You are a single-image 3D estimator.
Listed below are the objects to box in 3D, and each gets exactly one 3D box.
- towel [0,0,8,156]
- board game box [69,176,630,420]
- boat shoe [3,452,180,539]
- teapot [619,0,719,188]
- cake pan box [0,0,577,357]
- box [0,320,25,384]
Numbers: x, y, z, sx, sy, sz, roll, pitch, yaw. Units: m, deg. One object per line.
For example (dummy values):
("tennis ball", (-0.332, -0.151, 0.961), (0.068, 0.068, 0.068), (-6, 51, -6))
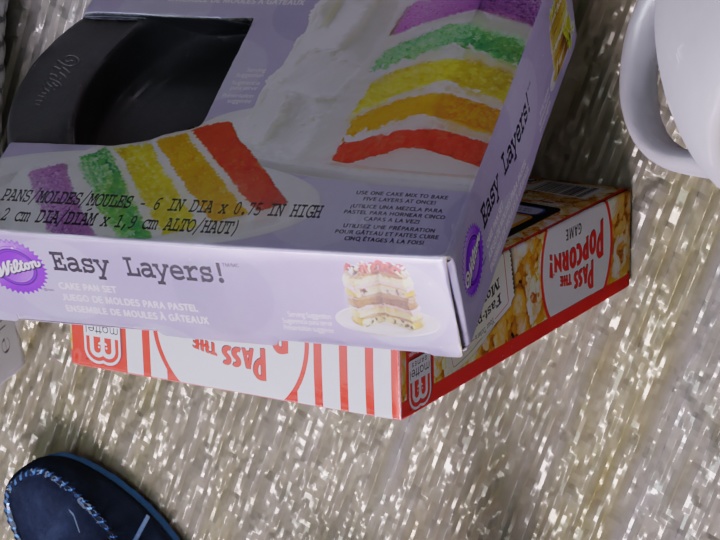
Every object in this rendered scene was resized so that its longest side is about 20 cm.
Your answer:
("towel", (-0.266, -0.111, 1.290), (0.199, 0.085, 0.167), (17, 113, 27))
("board game box", (0.000, 0.000, 1.088), (0.151, 0.200, 0.047), (9, 108, 30))
("boat shoe", (-0.106, 0.173, 1.283), (0.200, 0.069, 0.084), (49, 122, 12))
("teapot", (0.188, -0.117, 0.974), (0.198, 0.198, 0.147), (-13, 56, 3))
("cake pan box", (-0.032, -0.052, 1.016), (0.198, 0.185, 0.053), (4, 131, 20))
("box", (-0.280, -0.023, 1.208), (0.199, 0.131, 0.200), (3, 115, 28))
